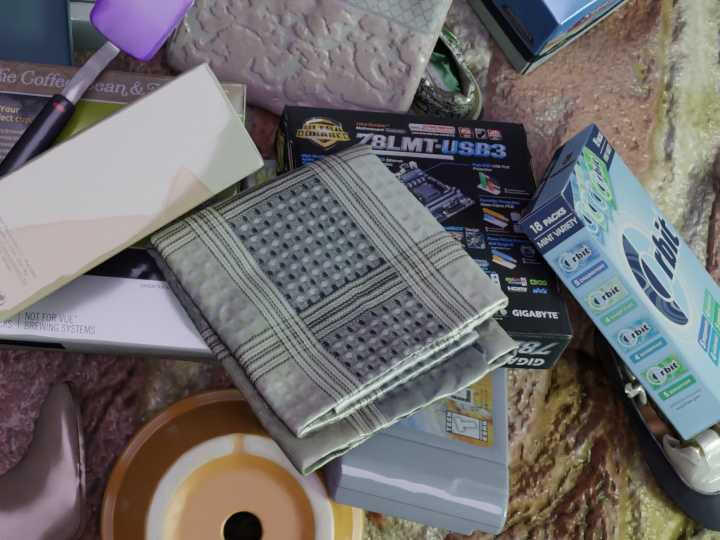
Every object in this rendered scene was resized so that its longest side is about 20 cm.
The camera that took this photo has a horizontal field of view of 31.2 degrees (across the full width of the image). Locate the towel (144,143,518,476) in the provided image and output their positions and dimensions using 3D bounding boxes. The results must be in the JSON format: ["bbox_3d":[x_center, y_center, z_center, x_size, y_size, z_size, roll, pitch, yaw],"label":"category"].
[{"bbox_3d":[-0.014,0.014,0.845,0.191,0.035,0.201,-25,66,-31],"label":"towel"}]

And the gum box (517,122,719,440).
[{"bbox_3d":[0.209,0.001,0.971,0.044,0.170,0.201,-36,97,28],"label":"gum box"}]

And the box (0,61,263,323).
[{"bbox_3d":[-0.170,-0.050,0.836,0.199,0.095,0.078,-32,97,-10],"label":"box"}]

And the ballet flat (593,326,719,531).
[{"bbox_3d":[0.250,0.119,1.019,0.073,0.073,0.202,-29,87,-10],"label":"ballet flat"}]

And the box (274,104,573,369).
[{"bbox_3d":[0.041,-0.027,0.944,0.197,0.050,0.200,3,53,-16],"label":"box"}]

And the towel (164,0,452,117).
[{"bbox_3d":[-0.040,-0.191,0.974,0.198,0.192,0.032,25,43,1],"label":"towel"}]

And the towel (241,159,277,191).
[{"bbox_3d":[0.000,0.000,1.014,0.197,0.048,0.174,2,82,-7],"label":"towel"}]

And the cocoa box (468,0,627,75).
[{"bbox_3d":[0.136,-0.288,1.029,0.133,0.131,0.201,-34,87,-10],"label":"cocoa box"}]

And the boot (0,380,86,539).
[{"bbox_3d":[-0.273,0.186,0.930,0.144,0.070,0.203,-2,92,-22],"label":"boot"}]

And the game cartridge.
[{"bbox_3d":[0.037,0.091,0.900,0.132,0.201,0.042,18,125,-7],"label":"game cartridge"}]

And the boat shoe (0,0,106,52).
[{"bbox_3d":[-0.269,-0.215,1.002,0.197,0.071,0.071,2,80,-2],"label":"boat shoe"}]

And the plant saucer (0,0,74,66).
[{"bbox_3d":[-0.245,-0.190,0.942,0.069,0.201,0.019,4,57,-6],"label":"plant saucer"}]

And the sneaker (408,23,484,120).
[{"bbox_3d":[0.037,-0.199,1.025,0.077,0.089,0.201,-37,88,-11],"label":"sneaker"}]

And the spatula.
[{"bbox_3d":[-0.193,-0.128,0.885,0.056,0.021,0.201,37,79,-5],"label":"spatula"}]

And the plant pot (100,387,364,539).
[{"bbox_3d":[-0.088,0.181,0.907,0.197,0.183,0.203,1,82,-7],"label":"plant pot"}]

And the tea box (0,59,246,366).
[{"bbox_3d":[-0.189,-0.038,0.951,0.197,0.134,0.200,5,82,-7],"label":"tea box"}]
